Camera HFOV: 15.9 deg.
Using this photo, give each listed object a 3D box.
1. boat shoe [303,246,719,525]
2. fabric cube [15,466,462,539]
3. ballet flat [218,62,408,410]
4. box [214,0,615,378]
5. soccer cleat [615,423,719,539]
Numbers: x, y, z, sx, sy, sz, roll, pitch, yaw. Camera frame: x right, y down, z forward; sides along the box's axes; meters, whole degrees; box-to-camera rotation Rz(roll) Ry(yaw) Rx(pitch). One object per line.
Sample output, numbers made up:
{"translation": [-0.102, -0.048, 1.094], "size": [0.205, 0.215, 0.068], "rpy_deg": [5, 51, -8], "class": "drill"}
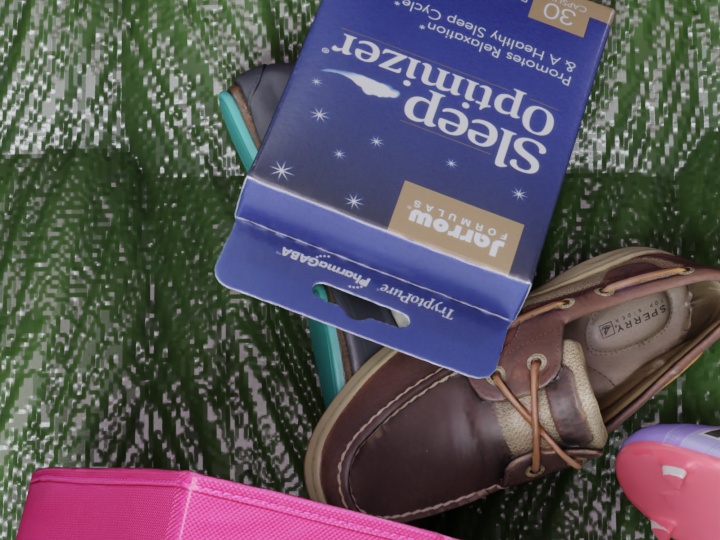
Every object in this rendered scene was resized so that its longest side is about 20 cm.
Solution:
{"translation": [0.070, 0.047, 1.034], "size": [0.200, 0.072, 0.072], "rpy_deg": [-25, 103, -25], "class": "boat shoe"}
{"translation": [-0.031, 0.191, 0.951], "size": [0.200, 0.196, 0.200], "rpy_deg": [17, 80, -21], "class": "fabric cube"}
{"translation": [0.000, 0.000, 1.084], "size": [0.073, 0.073, 0.200], "rpy_deg": [-19, 74, -1], "class": "ballet flat"}
{"translation": [0.026, -0.055, 1.057], "size": [0.121, 0.032, 0.200], "rpy_deg": [20, 51, -1], "class": "box"}
{"translation": [0.206, 0.095, 1.063], "size": [0.200, 0.067, 0.077], "rpy_deg": [15, 48, 12], "class": "soccer cleat"}
